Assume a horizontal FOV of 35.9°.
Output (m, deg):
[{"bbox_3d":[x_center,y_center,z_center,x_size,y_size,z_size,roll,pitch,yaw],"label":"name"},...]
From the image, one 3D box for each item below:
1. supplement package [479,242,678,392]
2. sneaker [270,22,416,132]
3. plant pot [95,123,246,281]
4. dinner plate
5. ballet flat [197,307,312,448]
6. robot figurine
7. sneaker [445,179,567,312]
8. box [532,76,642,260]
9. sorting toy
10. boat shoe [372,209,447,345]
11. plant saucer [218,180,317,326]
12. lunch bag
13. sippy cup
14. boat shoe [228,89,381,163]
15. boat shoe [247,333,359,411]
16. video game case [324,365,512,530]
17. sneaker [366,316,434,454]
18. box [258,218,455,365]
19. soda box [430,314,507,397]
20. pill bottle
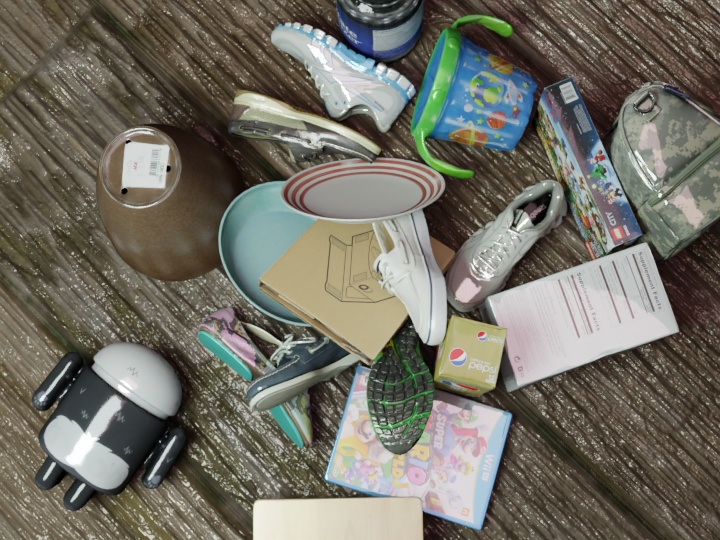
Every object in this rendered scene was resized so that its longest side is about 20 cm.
[{"bbox_3d":[0.254,0.058,1.314,0.197,0.114,0.111,-19,81,-2],"label":"supplement package"},{"bbox_3d":[-0.034,-0.240,1.397,0.198,0.075,0.088,28,88,7],"label":"sneaker"},{"bbox_3d":[-0.237,-0.097,1.313,0.183,0.200,0.190,0,80,2],"label":"plant pot"},{"bbox_3d":[0.003,-0.091,1.322,0.196,0.201,0.025,-3,114,2],"label":"dinner plate"},{"bbox_3d":[-0.111,0.120,1.346,0.200,0.069,0.071,45,65,9],"label":"ballet flat"},{"bbox_3d":[-0.297,0.181,1.310,0.124,0.150,0.201,28,80,49],"label":"robot figurine"},{"bbox_3d":[0.175,-0.036,1.350,0.075,0.081,0.200,41,86,6],"label":"sneaker"},{"bbox_3d":[0.267,-0.114,1.330,0.037,0.137,0.203,-21,80,-2],"label":"box"},{"bbox_3d":[-0.024,0.368,1.294,0.195,0.070,0.204,-1,81,2],"label":"sorting toy"},{"bbox_3d":[0.049,0.002,1.267,0.069,0.071,0.202,0,50,-13],"label":"boat shoe"},{"bbox_3d":[-0.080,-0.015,1.342,0.197,0.036,0.203,12,56,-18],"label":"plant saucer"},{"bbox_3d":[0.353,-0.118,1.297,0.139,0.200,0.168,-40,83,-6],"label":"lunch bag"},{"bbox_3d":[0.142,-0.211,1.361,0.128,0.140,0.180,17,116,-6],"label":"sippy cup"},{"bbox_3d":[-0.071,-0.165,1.390,0.197,0.073,0.066,21,91,11],"label":"boat shoe"},{"bbox_3d":[-0.065,0.104,1.292,0.199,0.075,0.062,-23,79,-44],"label":"boat shoe"},{"bbox_3d":[0.070,0.213,1.342,0.197,0.018,0.145,17,81,4],"label":"video game case"},{"bbox_3d":[0.047,0.128,1.292,0.077,0.086,0.202,-2,48,4],"label":"sneaker"},{"bbox_3d":[0.000,0.000,1.316,0.162,0.021,0.200,33,51,12],"label":"box"},{"bbox_3d":[0.119,0.101,1.267,0.063,0.200,0.069,14,81,2],"label":"soda box"},{"bbox_3d":[0.023,-0.334,1.343,0.110,0.200,0.114,0,80,2],"label":"pill bottle"}]
